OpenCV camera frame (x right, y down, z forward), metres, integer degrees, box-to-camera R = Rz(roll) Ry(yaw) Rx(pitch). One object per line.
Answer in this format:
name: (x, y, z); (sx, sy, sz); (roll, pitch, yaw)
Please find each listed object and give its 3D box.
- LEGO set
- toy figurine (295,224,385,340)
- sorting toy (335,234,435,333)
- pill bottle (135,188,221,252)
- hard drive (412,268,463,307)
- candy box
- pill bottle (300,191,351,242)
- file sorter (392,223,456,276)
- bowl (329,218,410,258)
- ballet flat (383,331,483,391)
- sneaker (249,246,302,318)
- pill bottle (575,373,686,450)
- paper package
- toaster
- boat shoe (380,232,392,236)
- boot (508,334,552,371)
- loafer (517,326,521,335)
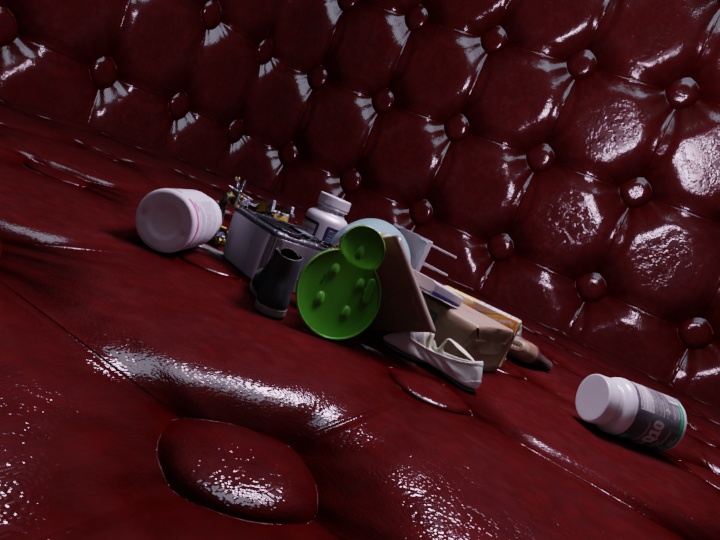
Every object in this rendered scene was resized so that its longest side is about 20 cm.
LEGO set: (-0.241, -0.106, 1.349); (0.199, 0.156, 0.115); (27, -13, -35)
toy figurine: (-0.050, 0.014, 1.066); (0.149, 0.202, 0.184); (29, -7, -17)
sorting toy: (0.047, 0.026, 1.089); (0.036, 0.187, 0.199); (-31, 16, -32)
pill bottle: (-0.340, -0.099, 1.142); (0.112, 0.115, 0.200); (23, 8, 1)
hard drive: (0.119, 0.021, 1.169); (0.131, 0.026, 0.200); (29, 2, 26)
candy box: (0.264, 0.129, 1.398); (0.198, 0.117, 0.055); (25, 9, 15)
pill bottle: (-0.097, -0.087, 1.467); (0.110, 0.202, 0.111); (23, 8, -3)
file sorter: (0.117, 0.019, 1.418); (0.124, 0.202, 0.138); (22, 6, -39)
bowl: (0.004, -0.026, 1.304); (0.199, 0.203, 0.105); (25, 0, 18)
ballet flat: (0.137, 0.146, 1.085); (0.198, 0.070, 0.069); (27, 8, 24)
sneaker: (-0.142, 0.006, 1.046); (0.074, 0.107, 0.200); (20, 8, -18)
pill bottle: (0.540, 0.282, 1.191); (0.198, 0.114, 0.113); (21, 8, -17)
paper package: (0.195, 0.125, 1.271); (0.199, 0.105, 0.190); (30, 10, 36)
toaster: (-0.163, -0.038, 1.243); (0.180, 0.120, 0.199); (15, 11, -45)
boat shoe: (0.000, 0.000, 1.211); (0.074, 0.199, 0.066); (53, -4, -38)
boot: (0.404, 0.203, 1.597); (0.166, 0.073, 0.199); (33, -2, -42)
loafer: (0.408, 0.161, 1.802); (0.198, 0.069, 0.076); (21, 8, -21)
